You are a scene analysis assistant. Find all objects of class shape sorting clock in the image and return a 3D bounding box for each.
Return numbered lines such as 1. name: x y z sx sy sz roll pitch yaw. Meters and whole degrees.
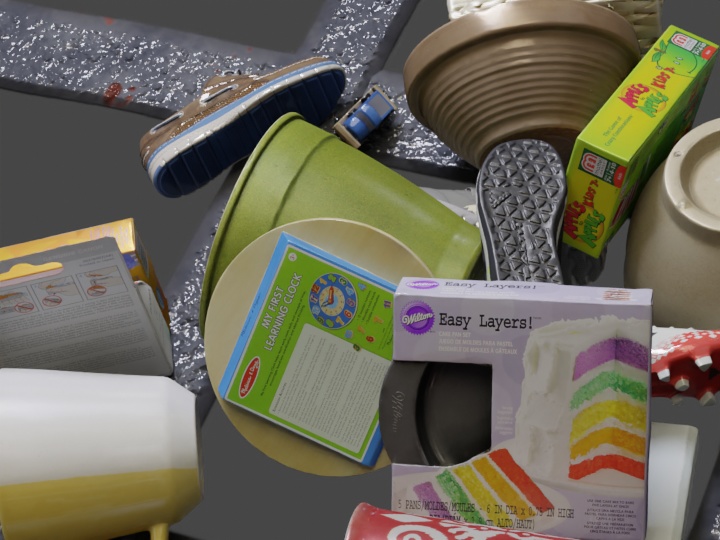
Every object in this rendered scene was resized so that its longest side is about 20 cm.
1. shape sorting clock: -0.023 0.059 1.613 0.199 0.201 0.039 -2 12 11

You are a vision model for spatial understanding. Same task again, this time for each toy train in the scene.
1. toy train: -0.036 -0.093 1.853 0.034 0.046 0.200 45 67 -6

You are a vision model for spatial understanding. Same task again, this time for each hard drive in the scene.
1. hard drive: 0.177 0.202 1.597 0.131 0.026 0.200 4 55 16

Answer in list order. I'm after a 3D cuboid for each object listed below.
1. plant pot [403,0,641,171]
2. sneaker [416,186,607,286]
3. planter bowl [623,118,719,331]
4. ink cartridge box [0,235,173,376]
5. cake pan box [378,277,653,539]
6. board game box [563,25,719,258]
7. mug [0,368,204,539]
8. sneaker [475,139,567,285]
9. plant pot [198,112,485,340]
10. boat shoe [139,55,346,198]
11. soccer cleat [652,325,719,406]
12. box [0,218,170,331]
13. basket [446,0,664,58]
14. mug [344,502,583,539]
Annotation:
1. plant pot: 0.139 -0.135 1.762 0.200 0.201 0.093 -9 66 6
2. sneaker: 0.115 -0.037 1.777 0.199 0.075 0.082 13 40 15
3. planter bowl: 0.303 -0.036 1.681 0.199 0.135 0.201 -6 53 8
4. ink cartridge box: -0.251 0.033 1.710 0.160 0.200 0.050 -13 51 2
5. cake pan box: 0.115 0.101 1.554 0.199 0.185 0.052 4 12 9
6. board game box: 0.225 -0.108 1.732 0.048 0.102 0.200 27 43 15
7. mug: -0.200 0.162 1.664 0.153 0.187 0.149 -5 19 -2
8. sneaker: 0.122 -0.008 1.645 0.071 0.083 0.201 4 57 0
9. plant pot: 0.000 0.000 1.703 0.192 0.201 0.201 21 59 11
10. boat shoe: -0.110 -0.145 1.896 0.200 0.072 0.072 -28 51 -9
11. soccer cleat: 0.214 0.068 1.639 0.199 0.069 0.085 -16 50 1
12. box: -0.270 0.026 1.771 0.199 0.119 0.042 -14 52 2
13. basket: 0.170 -0.238 1.868 0.199 0.136 0.124 -5 56 8
14. mug: 0.092 0.257 1.506 0.199 0.178 0.134 4 33 11
